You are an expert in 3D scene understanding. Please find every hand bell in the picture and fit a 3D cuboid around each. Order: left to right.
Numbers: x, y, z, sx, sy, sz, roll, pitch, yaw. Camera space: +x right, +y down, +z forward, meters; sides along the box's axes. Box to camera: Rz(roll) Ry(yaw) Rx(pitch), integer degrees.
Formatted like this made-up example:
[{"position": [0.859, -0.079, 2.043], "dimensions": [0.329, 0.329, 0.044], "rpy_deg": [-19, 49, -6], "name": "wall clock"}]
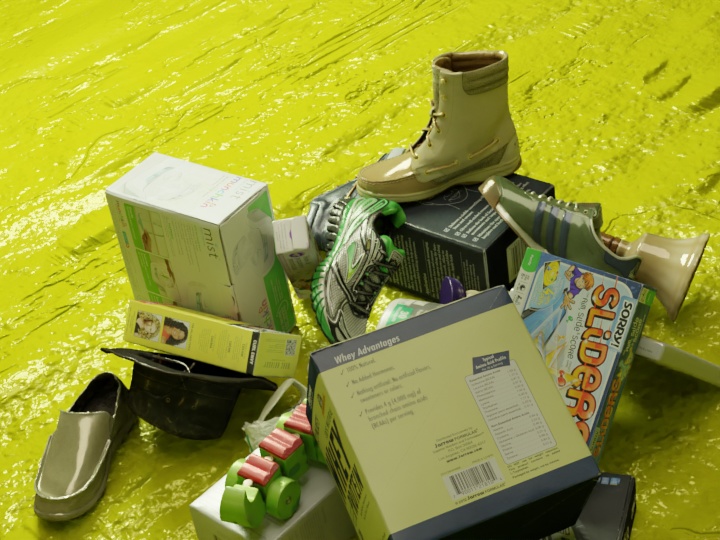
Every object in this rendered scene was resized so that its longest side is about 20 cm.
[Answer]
[{"position": [0.276, -0.031, 1.747], "dimensions": [0.199, 0.105, 0.104], "rpy_deg": [24, 44, 13], "name": "hand bell"}]

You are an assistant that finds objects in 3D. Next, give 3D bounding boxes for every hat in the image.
[{"position": [-0.188, 0.137, 1.686], "dimensions": [0.199, 0.082, 0.201], "rpy_deg": [12, -3, 1], "name": "hat"}]

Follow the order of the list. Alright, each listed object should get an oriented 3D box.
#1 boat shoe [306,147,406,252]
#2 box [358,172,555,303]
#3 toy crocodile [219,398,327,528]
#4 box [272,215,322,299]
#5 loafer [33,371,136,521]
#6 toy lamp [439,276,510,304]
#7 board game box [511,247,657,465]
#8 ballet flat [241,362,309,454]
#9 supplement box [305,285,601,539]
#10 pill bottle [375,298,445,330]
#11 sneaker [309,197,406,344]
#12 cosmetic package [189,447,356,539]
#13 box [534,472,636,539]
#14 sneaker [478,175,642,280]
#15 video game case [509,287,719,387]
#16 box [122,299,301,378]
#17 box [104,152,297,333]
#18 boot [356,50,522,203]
[{"position": [-0.005, -0.092, 1.976], "dimensions": [0.090, 0.071, 0.201], "rpy_deg": [9, 42, 18], "name": "boat shoe"}, {"position": [0.112, -0.047, 1.857], "dimensions": [0.199, 0.108, 0.148], "rpy_deg": [21, 46, 35], "name": "box"}, {"position": [-0.070, 0.175, 1.501], "dimensions": [0.067, 0.062, 0.200], "rpy_deg": [18, 44, 30], "name": "toy crocodile"}, {"position": [-0.067, -0.012, 1.791], "dimensions": [0.038, 0.200, 0.042], "rpy_deg": [-10, 73, 2], "name": "box"}, {"position": [-0.299, 0.183, 1.676], "dimensions": [0.075, 0.069, 0.201], "rpy_deg": [0, 37, 14], "name": "loafer"}, {"position": [0.189, 0.032, 1.745], "dimensions": [0.198, 0.059, 0.058], "rpy_deg": [2, 33, -14], "name": "toy lamp"}, {"position": [0.192, 0.092, 1.520], "dimensions": [0.135, 0.201, 0.034], "rpy_deg": [18, 1, 36], "name": "board game box"}, {"position": [-0.047, 0.133, 1.671], "dimensions": [0.071, 0.072, 0.200], "rpy_deg": [22, 47, 37], "name": "ballet flat"}, {"position": [0.077, 0.155, 1.424], "dimensions": [0.199, 0.135, 0.201], "rpy_deg": [-19, 64, -14], "name": "supplement box"}, {"position": [0.120, 0.097, 1.652], "dimensions": [0.199, 0.114, 0.113], "rpy_deg": [7, 39, 24], "name": "pill bottle"}, {"position": [0.000, 0.000, 1.746], "dimensions": [0.085, 0.078, 0.201], "rpy_deg": [-7, 57, 29], "name": "sneaker"}, {"position": [-0.058, 0.222, 1.556], "dimensions": [0.112, 0.082, 0.200], "rpy_deg": [25, 47, 38], "name": "cosmetic package"}, {"position": [0.151, 0.254, 1.490], "dimensions": [0.198, 0.044, 0.161], "rpy_deg": [4, 38, 19], "name": "box"}, {"position": [0.224, -0.047, 1.710], "dimensions": [0.090, 0.067, 0.200], "rpy_deg": [-44, 70, 10], "name": "sneaker"}, {"position": [0.270, 0.072, 1.616], "dimensions": [0.181, 0.200, 0.023], "rpy_deg": [21, 90, 36], "name": "video game case"}, {"position": [-0.164, 0.074, 1.719], "dimensions": [0.199, 0.051, 0.075], "rpy_deg": [11, 1, 38], "name": "box"}, {"position": [-0.182, -0.012, 1.803], "dimensions": [0.176, 0.201, 0.097], "rpy_deg": [15, 42, 32], "name": "box"}, {"position": [0.083, -0.166, 1.801], "dimensions": [0.198, 0.156, 0.073], "rpy_deg": [-13, 35, -4], "name": "boot"}]
